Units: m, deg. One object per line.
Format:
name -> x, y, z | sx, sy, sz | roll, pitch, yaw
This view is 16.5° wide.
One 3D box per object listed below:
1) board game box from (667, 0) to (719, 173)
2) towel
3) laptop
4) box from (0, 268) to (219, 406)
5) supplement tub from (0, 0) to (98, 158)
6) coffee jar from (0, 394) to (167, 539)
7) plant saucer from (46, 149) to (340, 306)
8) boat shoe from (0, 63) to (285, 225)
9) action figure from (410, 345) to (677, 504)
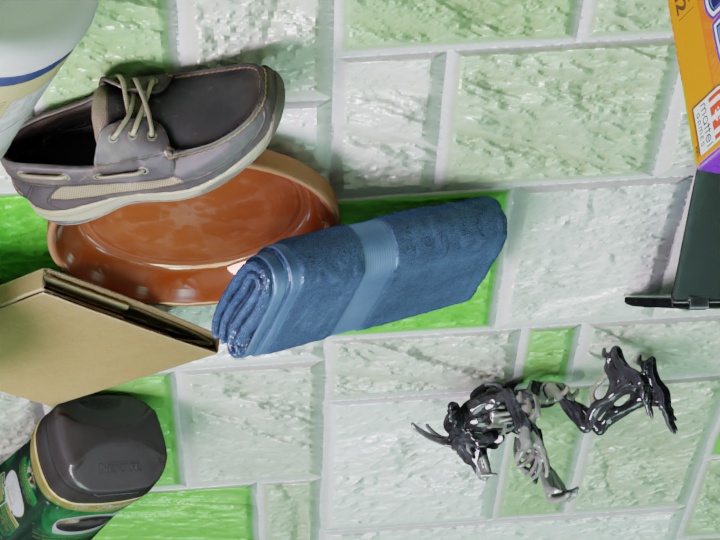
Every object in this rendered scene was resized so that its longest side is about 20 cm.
board game box -> 0.302, -0.169, 1.342 | 0.199, 0.200, 0.200 | 10, 148, -27
towel -> 0.000, 0.000, 1.708 | 0.200, 0.049, 0.112 | -13, 154, -29
laptop -> 0.307, -0.030, 1.806 | 0.187, 0.116, 0.200 | 0, 180, -10
box -> -0.228, 0.052, 1.814 | 0.163, 0.021, 0.200 | 22, 151, -40
supplement tub -> -0.242, -0.128, 1.381 | 0.144, 0.145, 0.200 | 9, 149, -26
coffee jar -> -0.237, 0.171, 1.995 | 0.104, 0.086, 0.200 | -2, 155, -35
plant saucer -> -0.114, -0.035, 1.698 | 0.200, 0.032, 0.200 | -4, 151, -2
boat shoe -> -0.141, -0.083, 1.558 | 0.200, 0.075, 0.073 | -21, 148, 24
action figure -> 0.144, 0.129, 1.977 | 0.200, 0.102, 0.119 | -18, 161, 19
